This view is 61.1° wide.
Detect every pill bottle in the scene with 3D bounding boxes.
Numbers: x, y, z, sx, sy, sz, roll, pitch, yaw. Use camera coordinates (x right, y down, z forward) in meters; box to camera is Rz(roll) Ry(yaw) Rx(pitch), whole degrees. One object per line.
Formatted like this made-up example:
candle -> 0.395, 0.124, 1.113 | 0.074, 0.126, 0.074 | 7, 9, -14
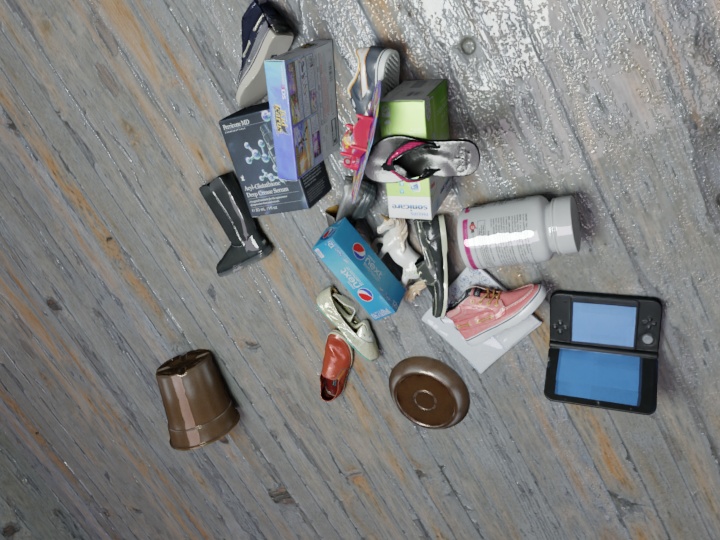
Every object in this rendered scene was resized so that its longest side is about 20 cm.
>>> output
pill bottle -> 0.279, -0.068, 1.076 | 0.195, 0.114, 0.116 | -7, 115, 29

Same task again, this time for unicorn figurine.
unicorn figurine -> 0.071, -0.036, 1.233 | 0.199, 0.075, 0.137 | 39, 128, -19

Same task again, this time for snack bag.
snack bag -> 0.238, 0.102, 1.252 | 0.188, 0.021, 0.201 | 41, 127, -1

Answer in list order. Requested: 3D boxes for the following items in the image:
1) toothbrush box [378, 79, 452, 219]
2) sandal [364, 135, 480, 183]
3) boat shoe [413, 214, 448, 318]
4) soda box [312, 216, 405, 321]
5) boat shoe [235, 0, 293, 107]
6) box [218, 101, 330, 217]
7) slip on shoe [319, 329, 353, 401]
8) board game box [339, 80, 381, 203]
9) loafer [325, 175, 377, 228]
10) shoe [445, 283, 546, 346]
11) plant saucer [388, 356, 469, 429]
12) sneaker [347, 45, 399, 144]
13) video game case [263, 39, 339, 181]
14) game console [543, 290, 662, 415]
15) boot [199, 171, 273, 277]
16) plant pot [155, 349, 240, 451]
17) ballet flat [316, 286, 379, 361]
toothbrush box -> 0.100, -0.212, 1.063 | 0.084, 0.146, 0.205 | 6, 119, 22
sandal -> 0.090, -0.174, 0.970 | 0.195, 0.045, 0.077 | 1, 118, 24
boat shoe -> 0.139, -0.005, 1.193 | 0.066, 0.072, 0.206 | -5, 105, 2
soda box -> 0.000, 0.000, 1.199 | 0.063, 0.068, 0.201 | -24, 114, 41
boat shoe -> -0.198, -0.411, 1.155 | 0.094, 0.074, 0.200 | 57, 132, 13
box -> -0.166, -0.225, 1.211 | 0.145, 0.107, 0.205 | -5, 115, 28
slip on shoe -> -0.062, 0.230, 1.449 | 0.072, 0.061, 0.204 | 20, 123, 16
board game box -> -0.009, -0.214, 1.011 | 0.038, 0.161, 0.203 | 11, 135, -7
loafer -> -0.040, -0.106, 1.232 | 0.071, 0.073, 0.202 | 25, 118, -13
shoe -> 0.253, 0.064, 1.167 | 0.091, 0.072, 0.199 | 46, 128, -7
plant saucer -> 0.151, 0.290, 1.397 | 0.195, 0.032, 0.205 | 12, 122, 19
sneaker -> 0.024, -0.301, 1.094 | 0.078, 0.078, 0.204 | 23, 132, 25
video game case -> -0.100, -0.290, 1.094 | 0.044, 0.182, 0.205 | 9, 121, 21
game console -> 0.441, 0.146, 1.116 | 0.195, 0.119, 0.175 | 4, 119, 24
boot -> -0.307, -0.101, 1.377 | 0.162, 0.066, 0.203 | -22, 110, 25
plant pot -> -0.445, 0.335, 1.626 | 0.195, 0.200, 0.203 | -7, 108, 29
ballet flat -> -0.018, 0.119, 1.363 | 0.200, 0.068, 0.062 | 45, 117, -4
